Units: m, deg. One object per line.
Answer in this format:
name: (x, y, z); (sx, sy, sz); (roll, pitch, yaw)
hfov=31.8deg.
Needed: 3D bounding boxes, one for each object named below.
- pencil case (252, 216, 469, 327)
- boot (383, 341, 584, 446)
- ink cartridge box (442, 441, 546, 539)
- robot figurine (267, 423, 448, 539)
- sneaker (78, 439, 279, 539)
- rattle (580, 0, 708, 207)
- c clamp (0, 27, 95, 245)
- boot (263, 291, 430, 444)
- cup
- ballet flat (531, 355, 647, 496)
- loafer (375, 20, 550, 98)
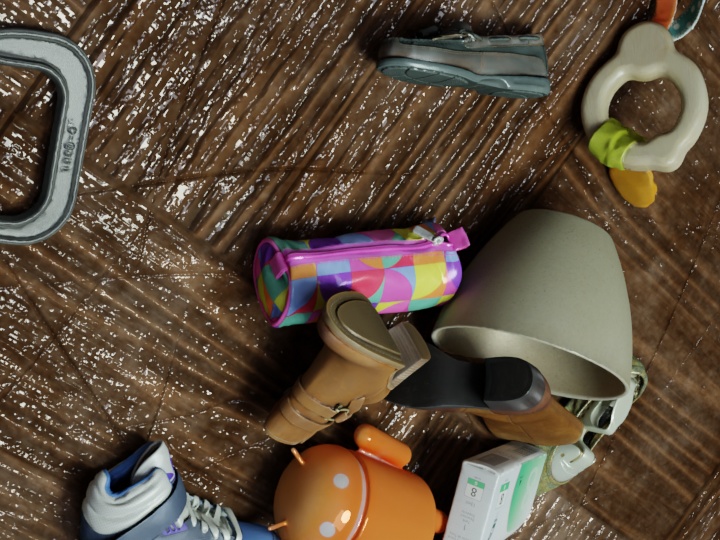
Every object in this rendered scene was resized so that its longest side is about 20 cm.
pencil case: (0.000, 0.000, 1.173); (0.197, 0.088, 0.090); (-9, 115, -27)
boot: (0.118, 0.130, 1.294); (0.200, 0.185, 0.070); (43, 46, -60)
ink cartridge box: (0.130, 0.289, 1.337); (0.160, 0.049, 0.203); (-2, 106, -65)
robot figurine: (-0.005, 0.243, 1.252); (0.198, 0.117, 0.144); (26, 120, -35)
sneaker: (-0.162, 0.225, 1.174); (0.197, 0.081, 0.149); (-4, 117, -23)
rattle: (0.307, -0.183, 1.285); (0.142, 0.129, 0.203); (27, 69, -46)
c clamp: (-0.292, -0.116, 0.991); (0.169, 0.027, 0.203); (-4, 111, -35)
boot: (-0.033, 0.095, 1.152); (0.154, 0.077, 0.200); (-35, 164, 13)
cup: (0.183, 0.026, 1.242); (0.199, 0.199, 0.145); (29, 72, -35)
ballet flat: (0.249, 0.177, 1.404); (0.070, 0.071, 0.201); (36, 90, -36)
loafer: (0.095, -0.200, 1.163); (0.198, 0.071, 0.064); (3, 89, -38)
